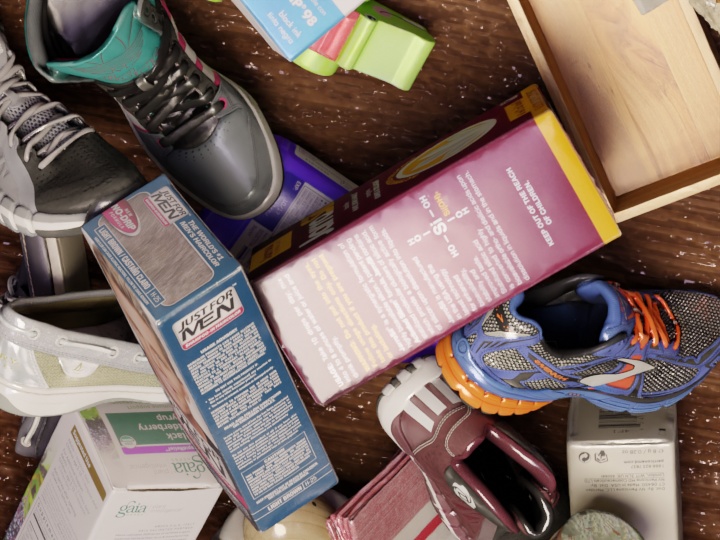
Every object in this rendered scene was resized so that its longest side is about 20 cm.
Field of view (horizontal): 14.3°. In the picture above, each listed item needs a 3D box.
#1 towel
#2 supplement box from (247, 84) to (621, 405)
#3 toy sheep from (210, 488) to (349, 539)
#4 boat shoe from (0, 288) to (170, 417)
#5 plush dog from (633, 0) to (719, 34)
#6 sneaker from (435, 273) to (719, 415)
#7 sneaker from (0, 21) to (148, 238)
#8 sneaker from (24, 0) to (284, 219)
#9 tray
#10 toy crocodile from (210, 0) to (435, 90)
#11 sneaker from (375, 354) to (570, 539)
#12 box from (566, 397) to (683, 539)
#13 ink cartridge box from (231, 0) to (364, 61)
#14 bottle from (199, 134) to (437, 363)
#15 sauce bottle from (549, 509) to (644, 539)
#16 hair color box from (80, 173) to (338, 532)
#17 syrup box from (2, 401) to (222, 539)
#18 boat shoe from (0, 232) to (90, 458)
[{"bbox_3d":[0.036,0.207,1.790,0.023,0.144,0.201,3,115,31],"label":"towel"},{"bbox_3d":[0.040,-0.016,1.650,0.200,0.110,0.086,-30,100,5],"label":"supplement box"},{"bbox_3d":[-0.043,0.210,1.805,0.137,0.138,0.200,4,134,6],"label":"toy sheep"},{"bbox_3d":[-0.140,0.036,1.718,0.074,0.202,0.065,46,128,34],"label":"boat shoe"},{"bbox_3d":[0.239,-0.163,1.564,0.199,0.172,0.161,6,106,-9],"label":"plush dog"},{"bbox_3d":[0.144,0.039,1.690,0.199,0.076,0.078,-8,151,-33],"label":"sneaker"},{"bbox_3d":[-0.204,-0.093,1.673,0.200,0.075,0.116,18,130,48],"label":"sneaker"},{"bbox_3d":[-0.124,-0.114,1.652,0.084,0.121,0.200,-39,84,13],"label":"sneaker"},{"bbox_3d":[0.153,-0.135,1.684,0.098,0.037,0.200,-21,109,15],"label":"tray"},{"bbox_3d":[-0.049,-0.167,1.682,0.200,0.062,0.068,32,113,-7],"label":"toy crocodile"},{"bbox_3d":[0.090,0.141,1.728,0.076,0.115,0.200,-46,133,-2],"label":"sneaker"},{"bbox_3d":[0.168,0.179,1.790,0.068,0.082,0.201,-2,111,7],"label":"box"},{"bbox_3d":[0.012,-0.207,1.598,0.200,0.116,0.067,-40,100,0],"label":"ink cartridge box"},{"bbox_3d":[0.000,0.000,1.744,0.200,0.065,0.084,33,109,-7],"label":"bottle"},{"bbox_3d":[0.111,0.221,1.747,0.065,0.065,0.200,27,138,-4],"label":"sauce bottle"},{"bbox_3d":[-0.085,0.050,1.648,0.060,0.100,0.200,-33,137,-11],"label":"hair color box"},{"bbox_3d":[-0.167,0.173,1.797,0.079,0.082,0.200,0,133,-34],"label":"syrup box"},{"bbox_3d":[-0.200,0.033,1.782,0.062,0.073,0.201,-3,118,7],"label":"boat shoe"}]
